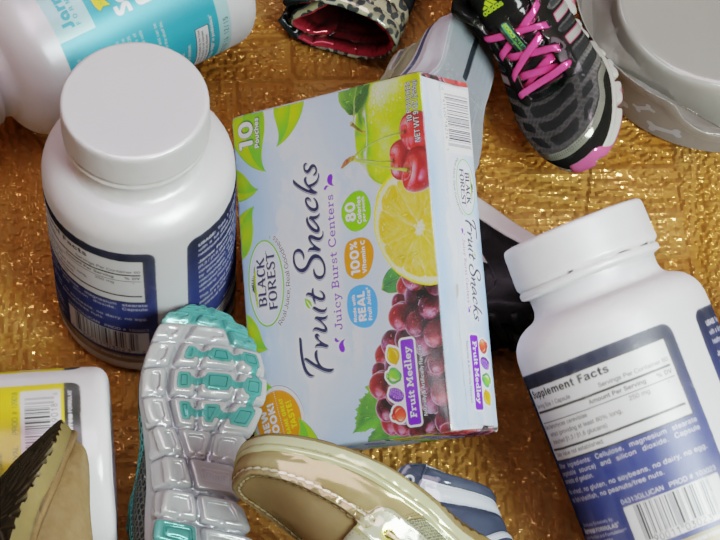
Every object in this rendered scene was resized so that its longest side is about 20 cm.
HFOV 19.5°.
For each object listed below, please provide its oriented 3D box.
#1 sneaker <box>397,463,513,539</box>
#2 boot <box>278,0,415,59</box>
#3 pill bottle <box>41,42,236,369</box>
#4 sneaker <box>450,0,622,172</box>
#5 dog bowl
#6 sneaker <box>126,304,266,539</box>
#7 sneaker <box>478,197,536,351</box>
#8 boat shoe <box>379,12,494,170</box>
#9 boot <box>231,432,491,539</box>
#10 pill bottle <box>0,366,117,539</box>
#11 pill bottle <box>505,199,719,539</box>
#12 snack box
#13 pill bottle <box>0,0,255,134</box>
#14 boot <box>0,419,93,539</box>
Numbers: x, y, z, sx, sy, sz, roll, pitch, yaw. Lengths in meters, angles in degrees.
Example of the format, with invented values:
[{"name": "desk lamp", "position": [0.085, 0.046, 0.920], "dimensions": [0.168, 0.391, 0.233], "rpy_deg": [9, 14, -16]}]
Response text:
[{"name": "sneaker", "position": [-0.003, 0.172, 1.159], "dimensions": [0.199, 0.070, 0.109], "rpy_deg": [-7, 62, -16]}, {"name": "boot", "position": [-0.034, -0.236, 1.425], "dimensions": [0.203, 0.074, 0.154], "rpy_deg": [20, 61, 11]}, {"name": "pill bottle", "position": [-0.127, -0.038, 1.212], "dimensions": [0.111, 0.200, 0.111], "rpy_deg": [2, 57, -3]}, {"name": "sneaker", "position": [0.103, -0.153, 1.334], "dimensions": [0.074, 0.087, 0.201], "rpy_deg": [-31, 60, 29]}, {"name": "dog bowl", "position": [0.239, -0.165, 1.402], "dimensions": [0.199, 0.059, 0.201], "rpy_deg": [2, 56, -2]}, {"name": "sneaker", "position": [-0.104, 0.115, 1.180], "dimensions": [0.077, 0.091, 0.201], "rpy_deg": [16, 56, -20]}, {"name": "sneaker", "position": [0.093, 0.037, 1.260], "dimensions": [0.200, 0.073, 0.112], "rpy_deg": [28, 62, 23]}, {"name": "boat shoe", "position": [0.037, -0.093, 1.314], "dimensions": [0.072, 0.062, 0.200], "rpy_deg": [50, 32, -16]}, {"name": "boot", "position": [-0.002, 0.188, 1.066], "dimensions": [0.200, 0.072, 0.155], "rpy_deg": [33, 58, -6]}, {"name": "pill bottle", "position": [-0.236, 0.114, 1.160], "dimensions": [0.199, 0.111, 0.112], "rpy_deg": [-3, 57, -5]}, {"name": "pill bottle", "position": [0.153, 0.068, 1.157], "dimensions": [0.111, 0.111, 0.201], "rpy_deg": [-19, 86, -15]}, {"name": "snack box", "position": [0.000, 0.000, 1.196], "dimensions": [0.142, 0.053, 0.201], "rpy_deg": [-11, 79, 38]}, {"name": "pill bottle", "position": [-0.175, -0.159, 1.341], "dimensions": [0.200, 0.111, 0.111], "rpy_deg": [-30, 63, -21]}, {"name": "boot", "position": [-0.114, 0.191, 1.053], "dimensions": [0.200, 0.066, 0.175], "rpy_deg": [43, 28, -18]}]
